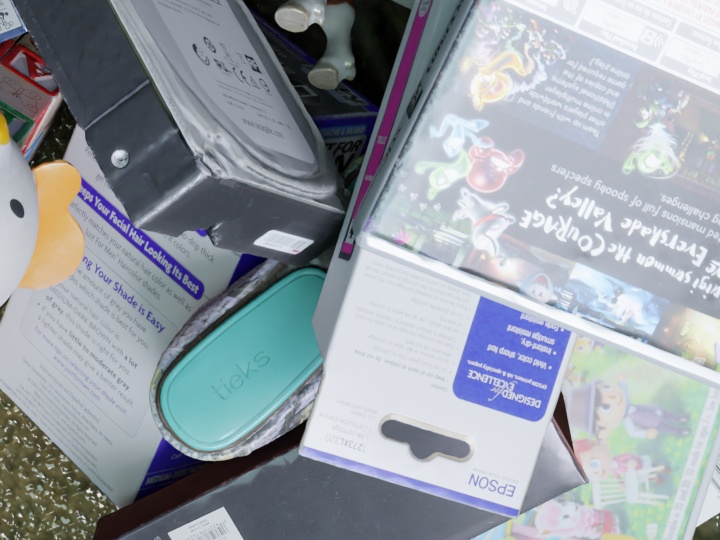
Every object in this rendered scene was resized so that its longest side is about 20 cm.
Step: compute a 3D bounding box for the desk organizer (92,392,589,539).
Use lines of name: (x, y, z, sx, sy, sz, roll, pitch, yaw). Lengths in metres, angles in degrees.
desk organizer: (-0.012, 0.086, 0.855, 0.199, 0.077, 0.072, -28, 109, 11)

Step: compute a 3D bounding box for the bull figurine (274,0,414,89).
bull figurine: (0.018, -0.129, 0.829, 0.198, 0.122, 0.065, 10, 151, -4)

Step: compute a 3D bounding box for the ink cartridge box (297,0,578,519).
ink cartridge box: (0.044, -0.018, 0.761, 0.094, 0.037, 0.202, 18, 88, -20)

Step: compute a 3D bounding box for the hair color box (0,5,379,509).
hair color box: (-0.080, -0.010, 0.886, 0.109, 0.065, 0.201, 40, 119, 28)

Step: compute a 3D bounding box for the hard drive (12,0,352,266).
hard drive: (-0.082, -0.099, 0.751, 0.038, 0.140, 0.201, -35, 72, 16)

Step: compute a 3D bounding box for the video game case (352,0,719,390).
video game case: (0.122, -0.054, 0.714, 0.198, 0.023, 0.183, 21, 111, -15)

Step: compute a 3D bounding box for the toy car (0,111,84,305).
toy car: (-0.174, -0.039, 0.748, 0.199, 0.185, 0.177, 14, 127, -46)

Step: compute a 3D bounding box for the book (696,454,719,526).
book: (0.095, 0.037, 0.920, 0.133, 0.048, 0.200, -34, 105, 16)

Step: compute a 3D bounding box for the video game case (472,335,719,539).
video game case: (0.072, 0.051, 0.893, 0.180, 0.022, 0.202, 12, 112, -4)

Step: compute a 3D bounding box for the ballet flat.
ballet flat: (0.000, 0.000, 0.822, 0.200, 0.072, 0.072, -37, 104, 0)

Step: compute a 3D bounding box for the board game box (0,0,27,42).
board game box: (-0.163, -0.200, 0.804, 0.034, 0.136, 0.201, -16, 110, 21)

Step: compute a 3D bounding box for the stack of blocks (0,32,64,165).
stack of blocks: (-0.202, -0.011, 0.898, 0.058, 0.115, 0.201, 31, 113, -6)
